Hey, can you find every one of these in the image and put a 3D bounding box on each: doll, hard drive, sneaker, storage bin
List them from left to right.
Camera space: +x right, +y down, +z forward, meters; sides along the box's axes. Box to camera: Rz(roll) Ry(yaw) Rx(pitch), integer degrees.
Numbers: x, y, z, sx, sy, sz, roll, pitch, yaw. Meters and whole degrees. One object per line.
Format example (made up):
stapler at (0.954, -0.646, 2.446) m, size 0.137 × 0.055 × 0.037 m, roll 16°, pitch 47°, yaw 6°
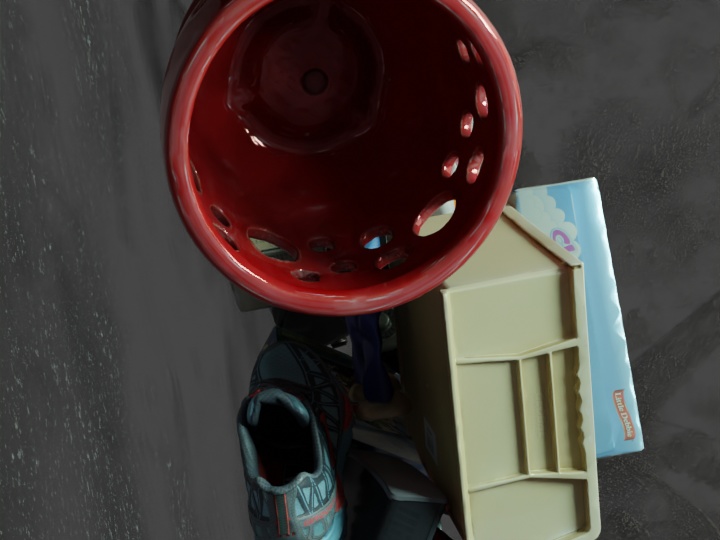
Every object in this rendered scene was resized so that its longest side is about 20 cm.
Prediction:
sneaker at (-0.045, 0.106, 0.957) m, size 0.201 × 0.078 × 0.096 m, roll -100°, pitch 178°, yaw -51°
hard drive at (-0.006, 0.194, 0.981) m, size 0.136 × 0.042 × 0.200 m, roll -66°, pitch -166°, yaw -4°
doll at (0.000, 0.000, 1.010) m, size 0.137 × 0.048 × 0.203 m, roll -125°, pitch -153°, yaw -71°
storage bin at (0.088, 0.073, 0.964) m, size 0.200 × 0.092 × 0.202 m, roll -125°, pitch -153°, yaw -72°

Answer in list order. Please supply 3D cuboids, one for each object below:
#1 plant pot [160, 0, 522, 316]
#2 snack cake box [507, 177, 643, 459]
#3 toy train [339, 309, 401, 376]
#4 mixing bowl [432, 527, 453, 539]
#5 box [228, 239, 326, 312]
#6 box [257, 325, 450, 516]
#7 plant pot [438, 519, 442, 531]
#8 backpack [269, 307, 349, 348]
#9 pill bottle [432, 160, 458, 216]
plant pot at (-0.021, -0.100, 0.815) m, size 0.183 × 0.197 × 0.203 m, roll -114°, pitch -167°, yaw -64°
snack cake box at (0.151, 0.042, 1.051) m, size 0.115 × 0.066 × 0.203 m, roll 126°, pitch -45°, yaw -81°
toy train at (0.078, 0.064, 1.157) m, size 0.199 × 0.114 × 0.086 m, roll 36°, pitch -21°, yaw 17°
mixing bowl at (0.047, 0.278, 0.953) m, size 0.201 × 0.107 × 0.201 m, roll -58°, pitch -163°, yaw 28°
box at (-0.076, -0.081, 1.094) m, size 0.095 × 0.076 × 0.203 m, roll 80°, pitch 0°, yaw -63°
box at (0.012, 0.129, 1.157) m, size 0.038 × 0.198 × 0.137 m, roll -60°, pitch -161°, yaw 21°
plant pot at (0.004, 0.233, 1.183) m, size 0.200 × 0.133 × 0.203 m, roll 170°, pitch -90°, yaw -89°
backpack at (-0.038, -0.050, 1.291) m, size 0.201 × 0.161 × 0.155 m, roll -110°, pitch 173°, yaw -50°
pill bottle at (0.041, -0.103, 1.192) m, size 0.201 × 0.112 × 0.115 m, roll -68°, pitch 154°, yaw -52°
